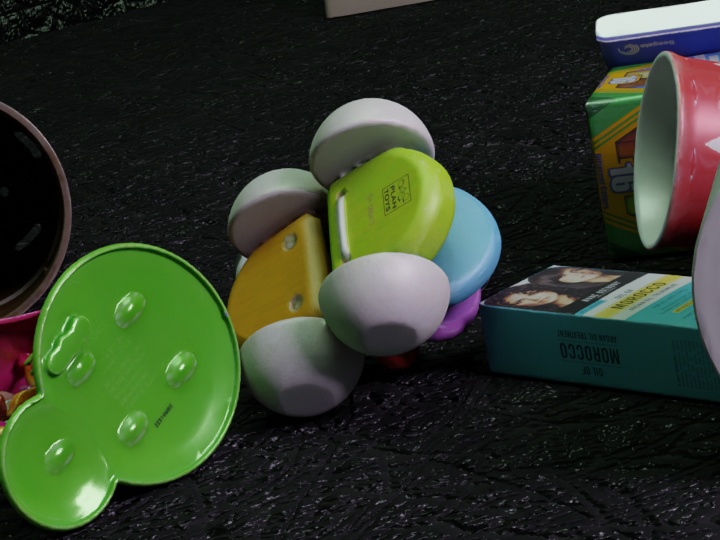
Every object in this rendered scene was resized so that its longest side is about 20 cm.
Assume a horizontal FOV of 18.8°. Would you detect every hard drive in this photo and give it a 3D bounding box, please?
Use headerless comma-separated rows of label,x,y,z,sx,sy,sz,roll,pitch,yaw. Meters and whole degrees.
hard drive,0.273,-0.144,1.724,0.131,0.200,0.026,-6,60,18

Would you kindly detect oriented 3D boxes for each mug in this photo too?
mug,0.295,-0.054,1.478,0.198,0.179,0.133,3,-7,-6

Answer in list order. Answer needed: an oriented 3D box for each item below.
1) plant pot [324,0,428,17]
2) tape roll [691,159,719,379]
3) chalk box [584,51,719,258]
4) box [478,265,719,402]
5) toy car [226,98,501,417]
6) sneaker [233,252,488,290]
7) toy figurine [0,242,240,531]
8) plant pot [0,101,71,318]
plant pot,0.045,-0.464,2.970,0.198,0.178,0.200,-9,16,11
tape roll,0.285,-0.011,1.183,0.201,0.204,0.139,-7,16,16
chalk box,0.281,-0.093,1.611,0.199,0.126,0.124,-7,16,20
box,0.176,0.037,1.372,0.199,0.050,0.082,5,23,45
toy car,0.009,0.003,1.430,0.149,0.176,0.200,23,-45,-34
sneaker,0.000,0.000,1.579,0.199,0.076,0.115,-7,14,6
toy figurine,-0.202,0.088,1.398,0.184,0.150,0.200,-13,33,51
plant pot,-0.333,-0.059,1.836,0.199,0.202,0.198,-11,9,0
